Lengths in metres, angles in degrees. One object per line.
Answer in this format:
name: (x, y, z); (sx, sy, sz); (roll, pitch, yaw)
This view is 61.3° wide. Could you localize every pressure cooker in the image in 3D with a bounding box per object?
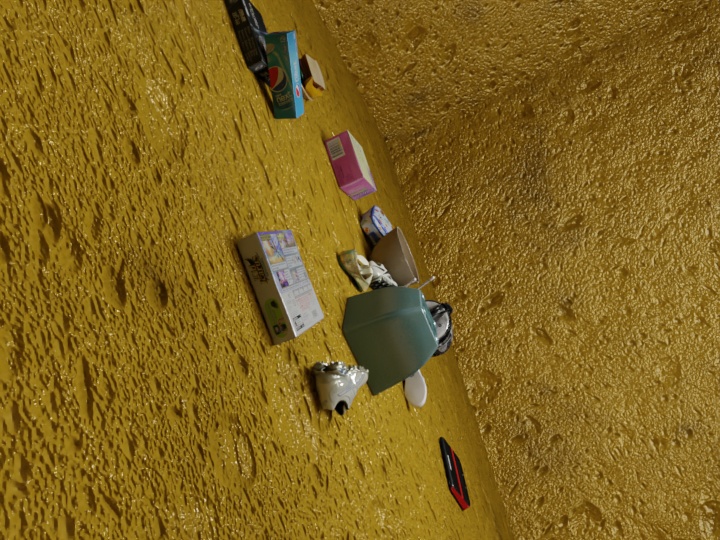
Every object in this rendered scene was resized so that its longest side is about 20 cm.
pressure cooker: (0.248, 0.207, 2.209); (0.201, 0.174, 0.180); (69, 30, -62)

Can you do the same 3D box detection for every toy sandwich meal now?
toy sandwich meal: (-0.181, -0.664, 2.042); (0.205, 0.069, 0.210); (-22, 91, -79)

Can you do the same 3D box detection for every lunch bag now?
lunch bag: (0.082, -0.129, 2.236); (0.201, 0.075, 0.161); (51, 20, -18)

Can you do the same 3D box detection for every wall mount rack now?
wall mount rack: (0.171, 0.095, 2.069); (0.198, 0.074, 0.178); (-5, 113, -52)

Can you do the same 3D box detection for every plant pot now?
plant pot: (0.106, -0.029, 2.101); (0.200, 0.132, 0.205); (-23, 90, -78)
plant pot: (0.087, 0.153, 1.532); (0.197, 0.196, 0.200); (-80, 146, -68)

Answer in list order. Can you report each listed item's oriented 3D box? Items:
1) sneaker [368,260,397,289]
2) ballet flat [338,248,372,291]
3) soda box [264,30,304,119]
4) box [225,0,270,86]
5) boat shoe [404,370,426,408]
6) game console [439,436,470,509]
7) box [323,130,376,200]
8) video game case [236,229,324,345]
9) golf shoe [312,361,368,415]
sneaker: (0.069, 0.021, 1.993); (0.200, 0.072, 0.091); (44, 29, -65)
ballet flat: (0.000, 0.000, 1.727); (0.200, 0.069, 0.072); (53, 19, -55)
soda box: (-0.191, -0.492, 1.534); (0.068, 0.062, 0.205); (-64, 152, -61)
box: (-0.271, -0.593, 1.563); (0.160, 0.043, 0.205); (8, 62, -77)
boat shoe: (0.170, 0.356, 1.898); (0.068, 0.071, 0.202); (58, 9, -35)
game console: (0.322, 0.701, 2.097); (0.178, 0.030, 0.202); (55, 17, -37)
box: (-0.033, -0.366, 2.144); (0.200, 0.095, 0.180); (20, 49, -74)
video game case: (-0.138, 0.022, 1.092); (0.200, 0.044, 0.185); (-25, 95, -79)
golf shoe: (-0.039, 0.230, 1.178); (0.199, 0.076, 0.100); (27, 59, -65)
